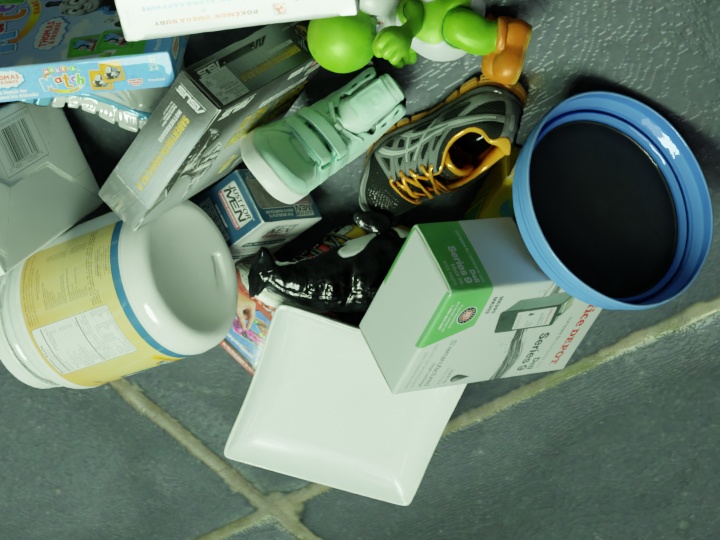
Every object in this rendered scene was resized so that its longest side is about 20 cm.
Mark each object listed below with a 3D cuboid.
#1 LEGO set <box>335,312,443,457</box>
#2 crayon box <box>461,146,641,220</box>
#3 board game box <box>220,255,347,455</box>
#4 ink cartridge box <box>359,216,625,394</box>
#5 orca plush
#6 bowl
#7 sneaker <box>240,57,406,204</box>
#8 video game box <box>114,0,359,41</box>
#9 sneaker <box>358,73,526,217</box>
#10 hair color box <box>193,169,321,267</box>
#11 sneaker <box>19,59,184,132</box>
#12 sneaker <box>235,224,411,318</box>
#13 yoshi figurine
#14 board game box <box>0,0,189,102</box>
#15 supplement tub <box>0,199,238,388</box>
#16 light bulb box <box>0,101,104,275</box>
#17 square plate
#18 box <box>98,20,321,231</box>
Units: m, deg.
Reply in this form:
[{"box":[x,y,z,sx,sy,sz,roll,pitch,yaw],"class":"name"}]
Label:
[{"box":[0.010,0.122,1.689,0.199,0.116,0.154,16,132,-12],"class":"LEGO set"},{"box":[0.169,-0.040,1.574,0.126,0.051,0.201,18,132,-14],"class":"crayon box"},{"box":[-0.061,0.080,1.641,0.200,0.019,0.103,43,102,0],"class":"board game box"},{"box":[0.121,0.027,1.493,0.199,0.084,0.146,-6,142,-31],"class":"ink cartridge box"},{"box":[0.000,0.000,1.516,0.199,0.071,0.106,9,101,-27],"class":"orca plush"},{"box":[0.224,-0.060,1.462,0.200,0.202,0.039,24,154,-19],"class":"bowl"},{"box":[-0.026,-0.129,1.423,0.118,0.200,0.074,-39,90,25],"class":"sneaker"},{"box":[-0.088,-0.260,1.280,0.181,0.201,0.047,-4,132,6],"class":"video game box"},{"box":[0.069,-0.102,1.504,0.078,0.078,0.200,31,130,-27],"class":"sneaker"},{"box":[-0.144,-0.023,1.570,0.200,0.061,0.100,-34,167,30],"class":"hair color box"},{"box":[-0.249,-0.189,1.455,0.198,0.075,0.087,11,122,-14],"class":"sneaker"},{"box":[-0.031,-0.007,1.584,0.199,0.078,0.083,-6,114,-26],"class":"sneaker"},{"box":[0.037,-0.198,1.399,0.199,0.113,0.113,17,139,-8],"class":"yoshi figurine"},{"box":[-0.243,-0.198,1.378,0.198,0.152,0.037,-5,127,8],"class":"board game box"},{"box":[-0.226,0.025,1.483,0.199,0.145,0.145,-18,131,32],"class":"supplement tub"},{"box":[-0.372,-0.055,1.463,0.199,0.198,0.126,-18,103,23],"class":"light bulb box"},{"box":[-0.013,0.129,1.589,0.197,0.029,0.201,16,125,-9],"class":"square plate"},{"box":[-0.119,-0.132,1.407,0.048,0.200,0.159,44,126,5],"class":"box"}]
